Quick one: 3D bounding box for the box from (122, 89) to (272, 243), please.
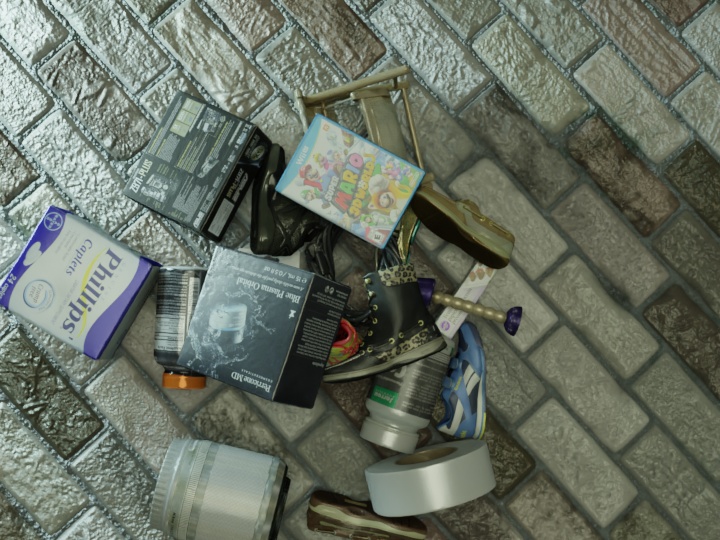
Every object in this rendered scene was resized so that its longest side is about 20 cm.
[{"bbox_3d":[-0.270,-0.171,1.517,0.164,0.086,0.200,25,85,17],"label":"box"}]

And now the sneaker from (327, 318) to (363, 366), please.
[{"bbox_3d":[-0.032,0.120,1.497,0.200,0.090,0.078,33,68,-30],"label":"sneaker"}]

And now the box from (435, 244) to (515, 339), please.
[{"bbox_3d":[0.193,0.027,1.566,0.039,0.041,0.200,35,84,1],"label":"box"}]

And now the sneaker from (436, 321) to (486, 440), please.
[{"bbox_3d":[0.169,0.185,1.538,0.082,0.074,0.200,1,85,0],"label":"sneaker"}]

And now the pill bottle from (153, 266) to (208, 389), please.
[{"bbox_3d":[-0.287,0.096,1.509,0.106,0.106,0.200,3,86,-2],"label":"pill bottle"}]

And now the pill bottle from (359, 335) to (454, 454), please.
[{"bbox_3d":[0.075,0.194,1.512,0.113,0.113,0.200,19,85,-1],"label":"pill bottle"}]

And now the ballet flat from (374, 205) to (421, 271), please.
[{"bbox_3d":[0.062,-0.046,1.553,0.071,0.071,0.200,15,88,-1],"label":"ballet flat"}]

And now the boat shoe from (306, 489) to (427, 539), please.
[{"bbox_3d":[0.007,0.429,1.521,0.202,0.075,0.075,16,99,5],"label":"boat shoe"}]

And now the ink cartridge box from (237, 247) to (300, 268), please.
[{"bbox_3d":[-0.160,0.060,1.535,0.116,0.068,0.200,1,86,-2],"label":"ink cartridge box"}]

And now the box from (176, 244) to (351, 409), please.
[{"bbox_3d":[-0.148,0.085,1.403,0.196,0.117,0.200,15,86,31],"label":"box"}]

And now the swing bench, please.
[{"bbox_3d":[0.006,-0.216,1.535,0.200,0.130,0.199,-13,87,2],"label":"swing bench"}]

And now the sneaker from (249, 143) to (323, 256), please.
[{"bbox_3d":[-0.125,-0.116,1.551,0.114,0.076,0.200,8,68,-24],"label":"sneaker"}]

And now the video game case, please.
[{"bbox_3d":[-0.016,-0.143,1.459,0.200,0.018,0.143,29,90,4],"label":"video game case"}]

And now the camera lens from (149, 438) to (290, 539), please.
[{"bbox_3d":[-0.220,0.363,1.465,0.200,0.160,0.160,14,86,-1],"label":"camera lens"}]

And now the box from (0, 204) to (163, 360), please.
[{"bbox_3d":[-0.461,0.021,1.507,0.200,0.105,0.184,30,86,-1],"label":"box"}]

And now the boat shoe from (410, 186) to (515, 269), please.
[{"bbox_3d":[0.171,-0.081,1.519,0.200,0.074,0.066,36,63,-12],"label":"boat shoe"}]

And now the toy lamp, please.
[{"bbox_3d":[0.167,0.056,1.515,0.200,0.058,0.058,15,85,0],"label":"toy lamp"}]

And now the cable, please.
[{"bbox_3d":[0.000,0.000,1.528,0.163,0.051,0.200,-33,73,20],"label":"cable"}]

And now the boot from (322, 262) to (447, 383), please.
[{"bbox_3d":[0.019,0.085,1.436,0.203,0.073,0.154,-17,82,-6],"label":"boot"}]

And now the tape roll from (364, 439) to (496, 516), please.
[{"bbox_3d":[0.112,0.330,1.461,0.202,0.202,0.071,-13,88,-3],"label":"tape roll"}]
